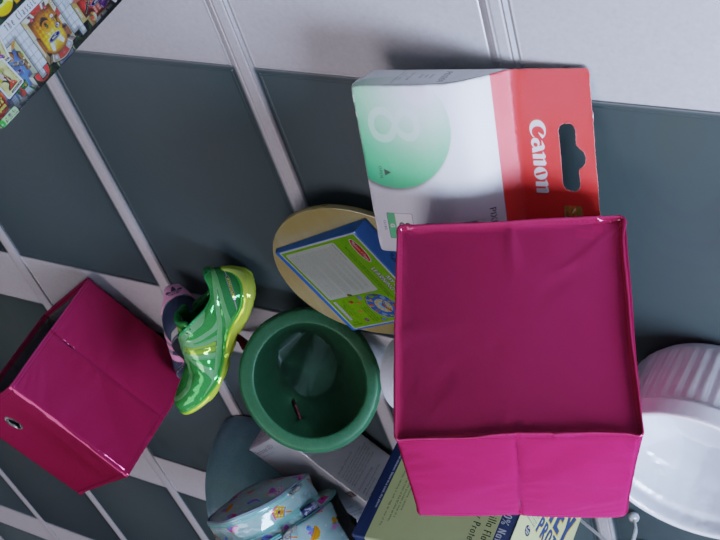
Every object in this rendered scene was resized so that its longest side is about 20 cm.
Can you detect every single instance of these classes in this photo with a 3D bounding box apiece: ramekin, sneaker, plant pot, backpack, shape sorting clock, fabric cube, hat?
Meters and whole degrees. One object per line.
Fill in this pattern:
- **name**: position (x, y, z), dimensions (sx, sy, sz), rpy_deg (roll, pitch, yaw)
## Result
- **ramekin**: position (0.337, 0.162, 1.124), dimensions (0.199, 0.105, 0.201), rpy_deg (22, 146, 16)
- **sneaker**: position (-0.192, 0.079, 1.404), dimensions (0.083, 0.074, 0.202), rpy_deg (16, 108, -18)
- **plant pot**: position (-0.154, 0.333, 1.726), dimensions (0.199, 0.135, 0.201), rpy_deg (22, 146, 15)
- **backpack**: position (-0.123, 0.368, 1.542), dimensions (0.154, 0.200, 0.175), rpy_deg (56, 147, -9)
- **shape sorting clock**: position (0.000, 0.000, 1.246), dimensions (0.198, 0.039, 0.201), rpy_deg (18, 146, 13)
- **fabric cube**: position (-0.390, 0.169, 1.629), dimensions (0.199, 0.201, 0.196), rpy_deg (41, 145, -16)
- **sneaker**: position (-0.226, 0.081, 1.531), dimensions (0.200, 0.070, 0.083), rpy_deg (105, 145, -66)
- **fabric cube**: position (0.135, 0.088, 0.998), dimensions (0.198, 0.198, 0.200), rpy_deg (-1, 151, 8)
- **hat**: position (-0.067, 0.117, 1.450), dimensions (0.201, 0.165, 0.176), rpy_deg (52, -178, -2)

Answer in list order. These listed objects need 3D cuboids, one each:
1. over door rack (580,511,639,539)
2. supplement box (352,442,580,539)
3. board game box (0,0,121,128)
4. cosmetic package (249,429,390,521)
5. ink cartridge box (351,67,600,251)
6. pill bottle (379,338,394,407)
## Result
- **over door rack**: position (0.316, 0.352, 1.440), dimensions (0.199, 0.067, 0.148), rpy_deg (21, 148, 41)
- **supplement box**: position (0.135, 0.279, 1.355), dimensions (0.198, 0.201, 0.135), rpy_deg (1, 138, 36)
- **board game box**: position (-0.294, -0.232, 1.035), dimensions (0.023, 0.201, 0.105), rpy_deg (2, 138, 39)
- **cosmetic package**: position (-0.040, 0.262, 1.588), dimensions (0.199, 0.081, 0.113), rpy_deg (36, 149, -8)
- **ink cartridge box**: position (0.099, -0.090, 0.987), dimensions (0.198, 0.050, 0.162), rpy_deg (6, 122, 29)
- **pill bottle**: position (0.121, 0.110, 1.226), dimensions (0.199, 0.113, 0.113), rpy_deg (-3, 134, 41)
